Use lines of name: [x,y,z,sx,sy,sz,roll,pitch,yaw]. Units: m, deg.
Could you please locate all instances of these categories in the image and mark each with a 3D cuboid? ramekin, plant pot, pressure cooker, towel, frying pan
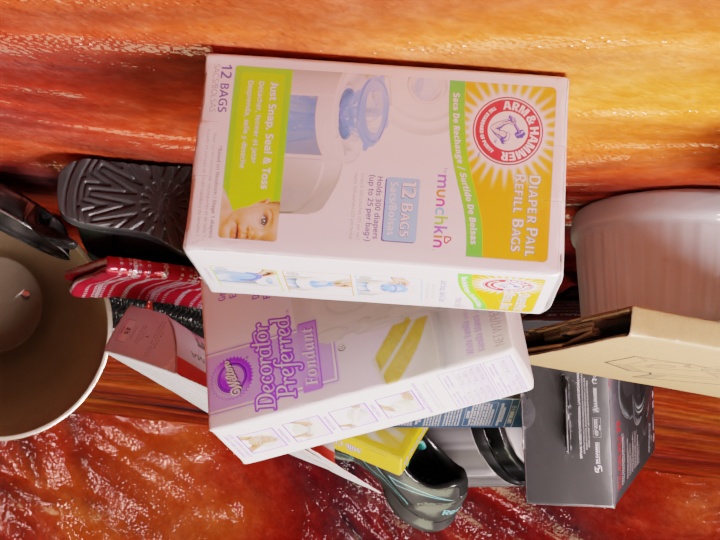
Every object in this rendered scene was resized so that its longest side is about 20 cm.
ramekin: [0.245,0.014,0.998,0.200,0.095,0.202,5,169,1]
plant pot: [-0.325,0.039,1.251,0.185,0.190,0.200,9,-178,-17]
pressure cooker: [0.125,0.120,1.337,0.199,0.180,0.175,-8,-165,41]
towel: [-0.111,0.017,1.056,0.198,0.023,0.144,9,171,-24]
frying pan: [-0.258,-0.046,1.032,0.114,0.031,0.190,30,168,-10]

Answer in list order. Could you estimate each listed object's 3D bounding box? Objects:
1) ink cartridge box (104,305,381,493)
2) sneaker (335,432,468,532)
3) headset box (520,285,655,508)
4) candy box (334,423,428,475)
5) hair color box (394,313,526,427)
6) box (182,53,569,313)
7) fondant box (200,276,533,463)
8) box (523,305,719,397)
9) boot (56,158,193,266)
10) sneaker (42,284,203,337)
ink cartridge box: [-0.082,0.092,1.049,0.162,0.057,0.199,35,162,-30]
sneaker: [0.017,0.147,1.262,0.199,0.076,0.079,37,146,5]
headset box: [0.187,0.100,1.156,0.076,0.151,0.200,-1,-173,21]
candy box: [-0.032,0.103,1.239,0.198,0.103,0.027,20,138,17]
hair color box: [0.045,0.076,1.194,0.197,0.101,0.061,1,149,-4]
box: [0.012,-0.045,0.778,0.197,0.114,0.101,5,167,3]
fondant box: [-0.001,0.025,0.897,0.198,0.146,0.058,-17,147,14]
box: [0.220,0.058,0.932,0.198,0.022,0.163,11,167,-20]
boot: [-0.137,-0.021,1.073,0.163,0.066,0.200,16,164,3]
sneaker: [-0.233,0.029,1.410,0.093,0.071,0.199,19,180,35]
